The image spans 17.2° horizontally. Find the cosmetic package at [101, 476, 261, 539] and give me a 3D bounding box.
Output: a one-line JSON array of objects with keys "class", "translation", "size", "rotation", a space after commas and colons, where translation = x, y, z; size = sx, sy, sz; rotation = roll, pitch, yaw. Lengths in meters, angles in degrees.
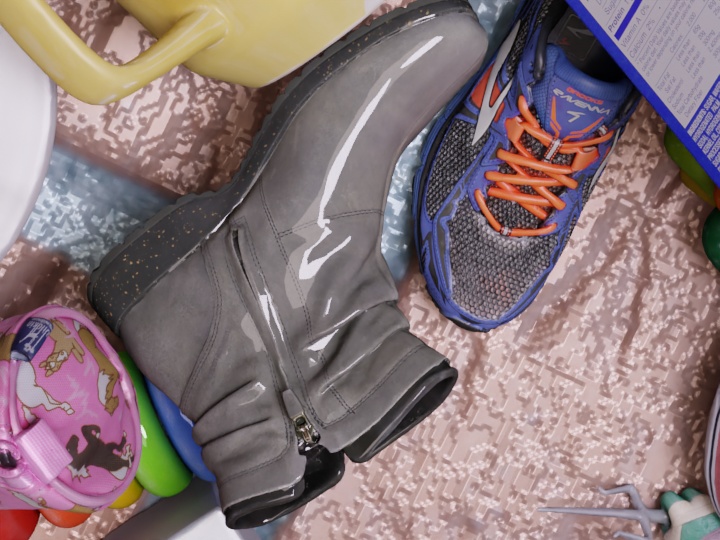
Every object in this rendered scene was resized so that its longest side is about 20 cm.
[{"class": "cosmetic package", "translation": [-0.048, 0.198, 1.017], "size": [0.101, 0.071, 0.200], "rotation": [-34, 101, -1]}]

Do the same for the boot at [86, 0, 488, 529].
[{"class": "boot", "translation": [0.000, 0.000, 0.916], "size": [0.200, 0.068, 0.131], "rotation": [-42, 67, 8]}]

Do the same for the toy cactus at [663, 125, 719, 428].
[{"class": "toy cactus", "translation": [0.201, 0.004, 1.021], "size": [0.200, 0.102, 0.165], "rotation": [26, 114, -13]}]

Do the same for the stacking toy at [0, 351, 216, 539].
[{"class": "stacking toy", "translation": [-0.094, 0.065, 0.993], "size": [0.200, 0.085, 0.085], "rotation": [-24, 101, 4]}]

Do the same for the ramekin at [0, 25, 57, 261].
[{"class": "ramekin", "translation": [-0.221, -0.069, 0.940], "size": [0.202, 0.094, 0.203], "rotation": [-1, 99, -8]}]

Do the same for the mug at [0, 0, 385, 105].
[{"class": "mug", "translation": [-0.069, -0.143, 0.916], "size": [0.187, 0.149, 0.153], "rotation": [-41, 102, -10]}]

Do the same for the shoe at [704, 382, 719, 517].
[{"class": "shoe", "translation": [0.191, 0.050, 0.952], "size": [0.071, 0.091, 0.200], "rotation": [23, 123, -1]}]

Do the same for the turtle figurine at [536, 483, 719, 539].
[{"class": "turtle figurine", "translation": [0.154, 0.183, 1.032], "size": [0.200, 0.101, 0.150], "rotation": [21, 96, -16]}]

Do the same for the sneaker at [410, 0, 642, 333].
[{"class": "sneaker", "translation": [0.078, -0.068, 0.987], "size": [0.075, 0.078, 0.200], "rotation": [20, 96, -9]}]

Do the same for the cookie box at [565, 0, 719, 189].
[{"class": "cookie box", "translation": [0.171, -0.109, 0.895], "size": [0.171, 0.075, 0.200], "rotation": [-14, 58, -38]}]

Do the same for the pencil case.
[{"class": "pencil case", "translation": [-0.185, 0.073, 0.931], "size": [0.200, 0.087, 0.083], "rotation": [-15, 59, 27]}]
